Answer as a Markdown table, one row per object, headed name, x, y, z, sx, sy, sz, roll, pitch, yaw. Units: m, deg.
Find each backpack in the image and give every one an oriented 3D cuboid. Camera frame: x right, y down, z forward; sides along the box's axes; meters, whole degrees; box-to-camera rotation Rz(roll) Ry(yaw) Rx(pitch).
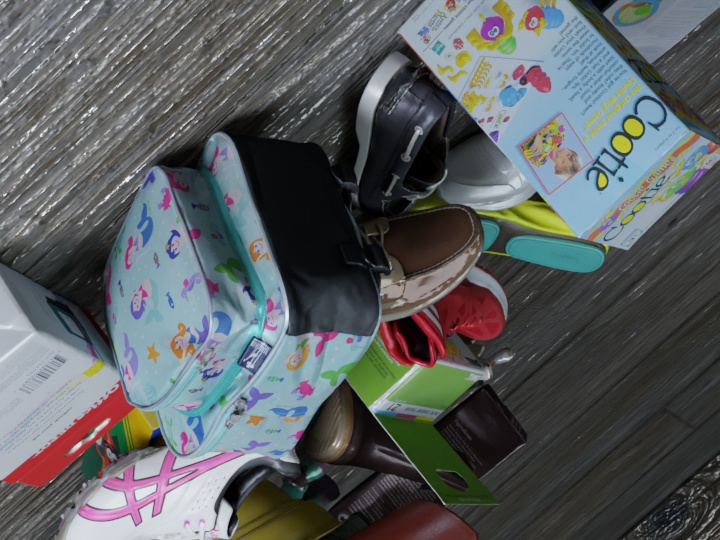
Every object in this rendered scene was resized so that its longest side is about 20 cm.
| name | x | y | z | sx | sy | sz | roll | pitch | yaw |
| --- | --- | --- | --- | --- | --- | --- | --- | --- | --- |
| backpack | -0.087 | 0.029 | 1.162 | 0.150 | 0.178 | 0.200 | -2 | 141 | -27 |

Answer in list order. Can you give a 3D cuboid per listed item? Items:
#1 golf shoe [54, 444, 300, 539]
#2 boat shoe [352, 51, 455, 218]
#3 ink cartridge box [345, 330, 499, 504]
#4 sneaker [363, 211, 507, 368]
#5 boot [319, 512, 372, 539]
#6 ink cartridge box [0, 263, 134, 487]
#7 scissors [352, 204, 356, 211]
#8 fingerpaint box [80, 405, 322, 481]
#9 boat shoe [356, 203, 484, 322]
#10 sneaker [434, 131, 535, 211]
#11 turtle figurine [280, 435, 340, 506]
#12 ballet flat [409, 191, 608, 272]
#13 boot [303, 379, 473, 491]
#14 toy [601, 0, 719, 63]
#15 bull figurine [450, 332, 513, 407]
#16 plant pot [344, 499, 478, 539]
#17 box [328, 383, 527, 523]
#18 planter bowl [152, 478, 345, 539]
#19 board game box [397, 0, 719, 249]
| name | x | y | z | sx | sy | sz | roll | pitch | yaw |
| --- | --- | --- | --- | --- | --- | --- | --- | --- | --- |
| golf shoe | -0.137 | 0.167 | 1.278 | 0.200 | 0.092 | 0.073 | -37 | 158 | 8 |
| boat shoe | 0.036 | -0.085 | 1.281 | 0.074 | 0.060 | 0.200 | -49 | 164 | -24 |
| ink cartridge box | 0.062 | 0.106 | 1.524 | 0.076 | 0.200 | 0.148 | -44 | 159 | 12 |
| sneaker | 0.060 | 0.043 | 1.447 | 0.078 | 0.116 | 0.200 | -18 | 146 | 31 |
| boot | -0.074 | 0.293 | 1.587 | 0.200 | 0.068 | 0.130 | -34 | 176 | 41 |
| ink cartridge box | -0.231 | 0.074 | 1.160 | 0.116 | 0.067 | 0.200 | -40 | 159 | 2 |
| scissors | -0.078 | -0.012 | 1.321 | 0.199 | 0.014 | 0.073 | -26 | 158 | -29 |
| fingerpaint box | -0.115 | 0.103 | 1.402 | 0.199 | 0.073 | 0.167 | -26 | 155 | -31 |
| boat shoe | 0.000 | 0.000 | 1.314 | 0.199 | 0.076 | 0.072 | -25 | 154 | -1 |
| sneaker | 0.144 | -0.118 | 1.395 | 0.199 | 0.075 | 0.100 | -24 | 142 | -11 |
| turtle figurine | -0.104 | 0.245 | 1.680 | 0.200 | 0.101 | 0.150 | -37 | 166 | -29 |
| ballet flat | 0.118 | -0.045 | 1.479 | 0.199 | 0.067 | 0.067 | 9 | 148 | -17 |
| boot | 0.034 | 0.156 | 1.555 | 0.073 | 0.166 | 0.200 | -62 | -173 | 5 |
| toy | 0.233 | -0.220 | 1.347 | 0.115 | 0.047 | 0.200 | -1 | 158 | -37 |
| bull figurine | 0.084 | 0.099 | 1.698 | 0.121 | 0.065 | 0.200 | -25 | 175 | -33 |
| plant pot | 0.013 | 0.299 | 1.422 | 0.195 | 0.201 | 0.201 | -32 | 158 | -30 |
| box | 0.068 | 0.201 | 1.720 | 0.200 | 0.075 | 0.100 | -41 | 175 | 5 |
| planter bowl | -0.118 | 0.218 | 1.407 | 0.200 | 0.084 | 0.200 | -30 | 174 | -4 |
| board game box | 0.139 | -0.124 | 1.193 | 0.105 | 0.200 | 0.103 | -45 | 158 | 17 |
